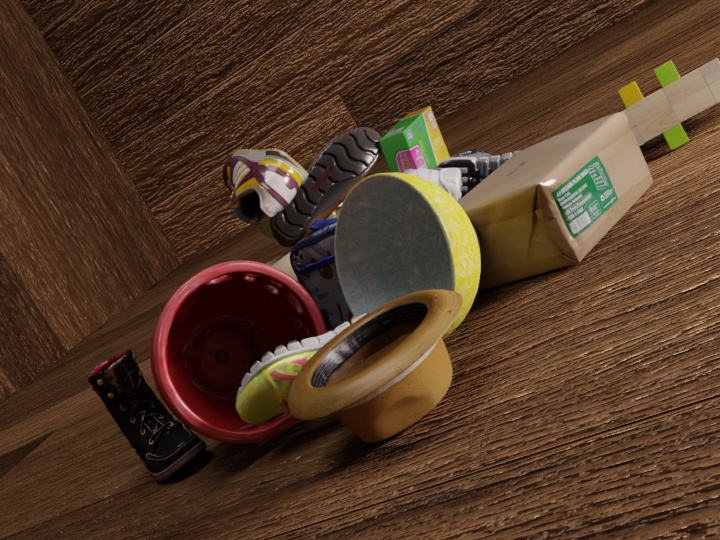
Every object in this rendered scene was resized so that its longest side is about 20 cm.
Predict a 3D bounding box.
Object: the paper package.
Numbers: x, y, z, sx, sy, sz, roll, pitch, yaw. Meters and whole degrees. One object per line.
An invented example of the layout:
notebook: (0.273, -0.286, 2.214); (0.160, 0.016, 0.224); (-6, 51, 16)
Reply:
paper package: (0.218, -0.082, 1.219); (0.200, 0.104, 0.190); (-38, 12, -37)

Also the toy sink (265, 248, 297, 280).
toy sink: (-0.158, 0.062, 1.519); (0.199, 0.113, 0.130); (-28, 8, 40)

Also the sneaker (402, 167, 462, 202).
sneaker: (0.068, -0.054, 1.332); (0.098, 0.202, 0.078); (12, 36, 1)

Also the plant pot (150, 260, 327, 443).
plant pot: (-0.150, 0.100, 1.211); (0.199, 0.202, 0.182); (-34, 1, -17)

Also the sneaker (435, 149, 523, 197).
sneaker: (0.201, -0.139, 1.422); (0.197, 0.076, 0.116); (5, 17, 3)

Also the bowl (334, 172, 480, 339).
bowl: (0.071, -0.016, 1.161); (0.107, 0.203, 0.199); (-15, -3, -39)

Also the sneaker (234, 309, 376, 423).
sneaker: (-0.039, 0.119, 1.073); (0.198, 0.091, 0.078); (-27, -32, 8)

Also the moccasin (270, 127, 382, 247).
moccasin: (-0.043, -0.112, 1.400); (0.202, 0.073, 0.078); (-55, -4, -10)

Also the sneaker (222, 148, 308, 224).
sneaker: (-0.149, -0.108, 1.377); (0.091, 0.075, 0.199); (-57, 23, -17)

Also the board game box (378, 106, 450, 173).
board game box: (0.100, -0.117, 1.462); (0.040, 0.202, 0.153); (-17, 16, 24)

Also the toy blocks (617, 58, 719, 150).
toy blocks: (0.414, -0.219, 1.370); (0.199, 0.101, 0.137); (-29, -1, 19)

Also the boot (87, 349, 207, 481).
boot: (-0.272, 0.179, 1.296); (0.073, 0.152, 0.200); (-34, 10, -20)

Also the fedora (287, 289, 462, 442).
fedora: (0.026, 0.098, 0.973); (0.199, 0.082, 0.201); (-30, 13, 8)

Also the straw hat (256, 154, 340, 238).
straw hat: (-0.051, -0.079, 1.499); (0.200, 0.086, 0.202); (-30, -21, -13)

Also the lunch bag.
lunch bag: (0.000, 0.000, 1.317); (0.199, 0.161, 0.075); (-20, 14, 45)
